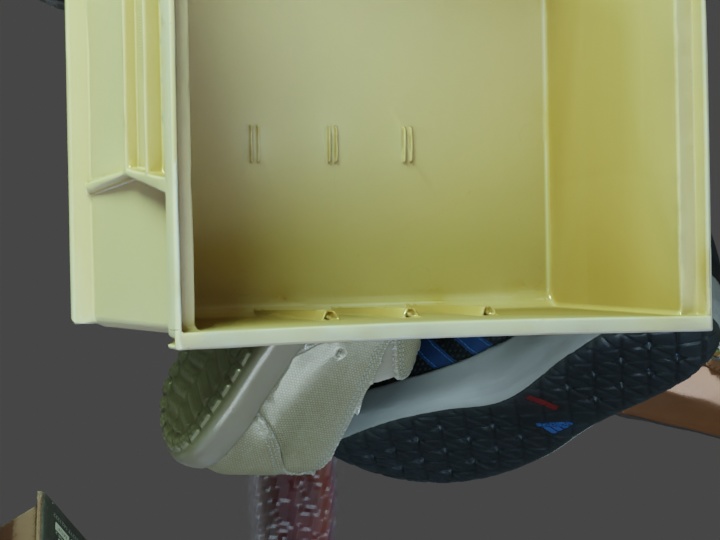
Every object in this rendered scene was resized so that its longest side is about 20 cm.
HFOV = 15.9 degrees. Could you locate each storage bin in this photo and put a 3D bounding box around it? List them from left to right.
[{"bbox_3d":[0.009,-0.077,0.868,0.200,0.094,0.199,-1,91,-28],"label":"storage bin"}]

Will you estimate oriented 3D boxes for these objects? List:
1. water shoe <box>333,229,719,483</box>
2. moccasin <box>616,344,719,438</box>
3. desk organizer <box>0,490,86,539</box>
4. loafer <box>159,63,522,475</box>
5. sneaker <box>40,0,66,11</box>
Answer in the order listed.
[{"bbox_3d":[0.064,0.025,1.020,0.200,0.079,0.071,-25,141,39],"label":"water shoe"},{"bbox_3d":[0.193,0.036,1.048,0.201,0.074,0.078,17,125,-6],"label":"moccasin"},{"bbox_3d":[-0.108,0.197,1.097,0.077,0.072,0.200,-30,120,13],"label":"desk organizer"},{"bbox_3d":[0.000,0.000,0.996,0.068,0.076,0.200,27,111,-33],"label":"loafer"},{"bbox_3d":[-0.137,-0.152,0.875,0.074,0.087,0.200,-34,119,12],"label":"sneaker"}]
